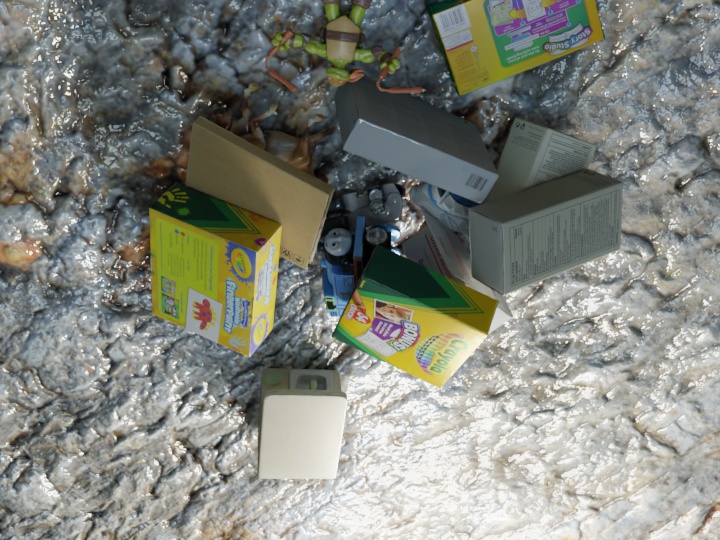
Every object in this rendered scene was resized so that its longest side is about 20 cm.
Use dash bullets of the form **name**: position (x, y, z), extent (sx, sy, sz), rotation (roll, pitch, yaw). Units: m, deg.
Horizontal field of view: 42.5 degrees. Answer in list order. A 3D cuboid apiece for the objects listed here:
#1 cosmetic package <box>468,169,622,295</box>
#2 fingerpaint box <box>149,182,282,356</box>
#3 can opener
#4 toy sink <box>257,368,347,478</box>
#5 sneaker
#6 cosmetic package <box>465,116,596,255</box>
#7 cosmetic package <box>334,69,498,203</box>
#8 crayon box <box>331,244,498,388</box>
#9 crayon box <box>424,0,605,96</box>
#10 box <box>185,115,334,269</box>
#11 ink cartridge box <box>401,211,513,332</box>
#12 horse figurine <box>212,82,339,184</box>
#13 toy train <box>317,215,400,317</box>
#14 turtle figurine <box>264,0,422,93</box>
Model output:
- **cosmetic package**: position (0.242, -0.053, 1.199), extent (0.199, 0.073, 0.104), rotation (-18, 119, -25)
- **fingerpaint box**: position (-0.202, 0.000, 1.281), extent (0.166, 0.073, 0.200), rotation (22, 133, 14)
- **can opener**: position (-0.031, -0.075, 1.307), extent (0.199, 0.066, 0.053), rotation (-14, 83, 10)
- **toy sink**: position (-0.097, 0.228, 1.482), extent (0.130, 0.112, 0.200), rotation (1, 130, -7)
- **sneaker**: position (0.149, -0.085, 1.327), extent (0.200, 0.075, 0.087), rotation (30, 158, -37)
- **cosmetic package**: position (0.232, -0.096, 1.265), extent (0.105, 0.071, 0.201), rotation (13, 104, -36)
- **cosmetic package**: position (0.069, -0.174, 1.195), extent (0.199, 0.151, 0.052), rotation (20, 122, -18)
- **crayon box**: position (0.067, 0.067, 1.232), extent (0.172, 0.058, 0.200), rotation (26, 151, 0)
- **crayon box**: position (0.195, -0.316, 1.166), extent (0.199, 0.058, 0.119), rotation (-20, 125, 8)
- **box**: position (-0.139, -0.099, 1.221), extent (0.200, 0.021, 0.164), rotation (29, 142, 6)
- **ink cartridge box**: position (0.129, 0.009, 1.311), extent (0.067, 0.117, 0.200), rotation (-34, 144, 19)
- **horse figurine**: position (-0.111, -0.175, 1.229), extent (0.199, 0.050, 0.133), rotation (13, 139, -24)
- **toy train**: position (0.000, 0.000, 1.310), extent (0.114, 0.087, 0.200), rotation (1, 151, 3)
- **turtle figurine**: position (-0.012, -0.295, 1.144), extent (0.199, 0.064, 0.162), rotation (11, 109, 4)
